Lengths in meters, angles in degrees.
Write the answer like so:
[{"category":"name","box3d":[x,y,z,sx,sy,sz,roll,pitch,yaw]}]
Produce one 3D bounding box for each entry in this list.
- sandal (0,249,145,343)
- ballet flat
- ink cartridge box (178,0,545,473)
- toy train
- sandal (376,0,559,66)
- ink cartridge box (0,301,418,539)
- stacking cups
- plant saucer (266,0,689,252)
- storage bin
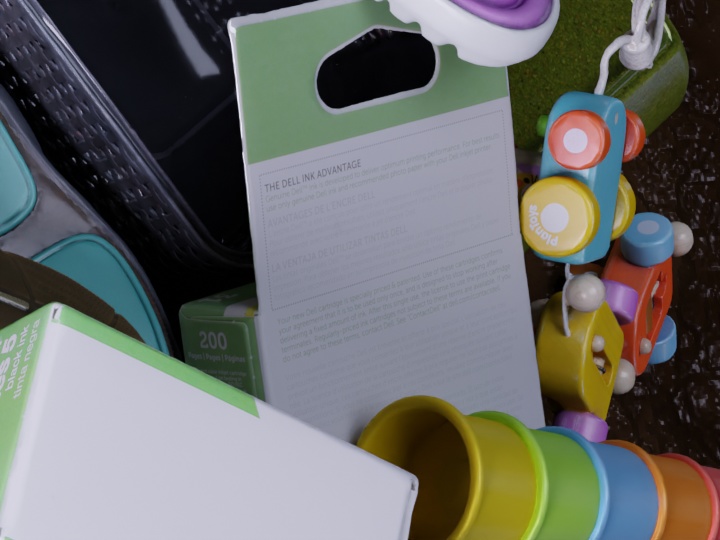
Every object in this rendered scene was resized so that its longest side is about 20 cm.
[{"category":"sandal","box3d":[-0.156,0.007,0.982,0.199,0.054,0.080,32,22,-16]},{"category":"ballet flat","box3d":[-0.123,-0.003,1.061,0.073,0.073,0.201,-29,84,-39]},{"category":"ink cartridge box","box3d":[0.000,0.000,1.063,0.145,0.048,0.201,-17,103,-45]},{"category":"toy train","box3d":[0.088,-0.016,1.187,0.201,0.055,0.151,81,25,-44]},{"category":"sandal","box3d":[-0.010,-0.149,1.030,0.202,0.050,0.083,33,38,-5]},{"category":"ink cartridge box","box3d":[-0.101,0.098,0.968,0.145,0.200,0.085,27,59,-29]},{"category":"stacking cups","box3d":[0.079,0.090,1.084,0.199,0.060,0.061,16,66,-50]},{"category":"plant saucer","box3d":[0.048,-0.113,1.242,0.200,0.048,0.200,-42,103,-38]},{"category":"storage bin","box3d":[-0.075,-0.106,1.100,0.135,0.094,0.200,-42,103,-24]}]
